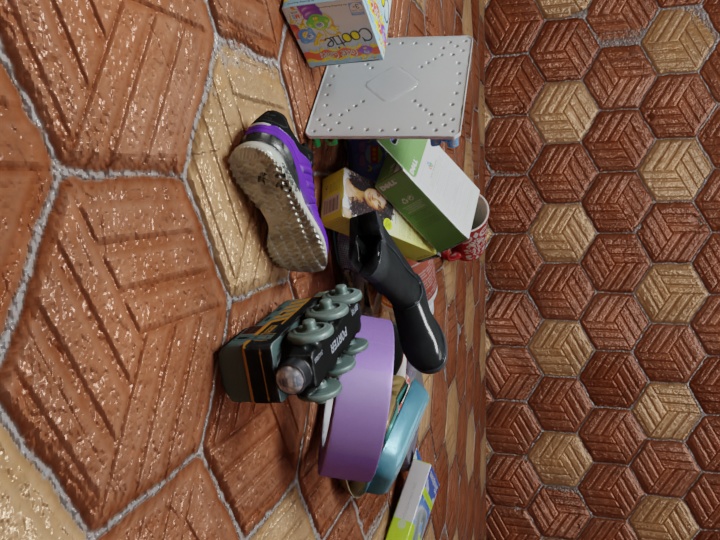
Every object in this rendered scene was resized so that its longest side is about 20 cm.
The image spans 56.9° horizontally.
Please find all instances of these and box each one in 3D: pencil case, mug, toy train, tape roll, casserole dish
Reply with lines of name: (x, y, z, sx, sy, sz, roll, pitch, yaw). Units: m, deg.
pencil case: (0.018, -0.138, 1.014, 0.078, 0.085, 0.203, -141, -137, -64)
mug: (0.281, -0.108, 1.886, 0.134, 0.176, 0.201, 58, -3, 27)
toy train: (-0.062, 0.073, 0.690, 0.200, 0.112, 0.087, -48, 132, -67)
tape roll: (-0.008, 0.158, 0.836, 0.200, 0.064, 0.204, -170, -90, -86)
casserole dish: (0.059, 0.262, 1.031, 0.201, 0.038, 0.122, -58, 169, -38)

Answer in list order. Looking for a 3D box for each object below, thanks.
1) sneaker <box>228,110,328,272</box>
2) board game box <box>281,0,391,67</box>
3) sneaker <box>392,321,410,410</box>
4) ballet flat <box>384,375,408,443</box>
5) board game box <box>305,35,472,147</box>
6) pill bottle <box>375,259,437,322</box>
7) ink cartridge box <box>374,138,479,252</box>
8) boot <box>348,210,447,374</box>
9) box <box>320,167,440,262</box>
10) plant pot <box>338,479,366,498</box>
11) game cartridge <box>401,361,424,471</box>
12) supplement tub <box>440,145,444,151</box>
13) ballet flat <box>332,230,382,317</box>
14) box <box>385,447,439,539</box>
sneaker: (-0.073, -0.086, 0.725, 0.202, 0.068, 0.101, 72, 22, -48)
board game box: (-0.020, -0.374, 0.832, 0.103, 0.103, 0.203, 56, 38, -61)
sneaker: (0.053, 0.179, 1.167, 0.108, 0.066, 0.205, -31, 123, -72)
ballet flat: (0.027, 0.201, 0.988, 0.200, 0.062, 0.070, -32, 146, -78)
board game box: (0.043, -0.239, 0.882, 0.026, 0.196, 0.202, 74, 23, -52)
pill bottle: (0.075, 0.003, 1.151, 0.113, 0.110, 0.202, -73, 156, -43)
ink cartridge box: (0.081, -0.133, 0.939, 0.200, 0.059, 0.105, 42, 47, -24)
boot: (0.051, 0.034, 0.890, 0.200, 0.065, 0.167, 55, 14, -57)
box: (0.034, -0.073, 0.946, 0.198, 0.050, 0.077, 18, 64, -41)
plant pot: (-0.007, 0.246, 1.032, 0.200, 0.027, 0.204, 0, 90, -73)
game cartridge: (0.100, 0.294, 1.383, 0.201, 0.038, 0.131, -70, 151, -48)
supplement tub: (0.079, -0.186, 1.143, 0.200, 0.120, 0.125, -34, 123, -71)
ballet flat: (0.000, 0.000, 0.974, 0.072, 0.071, 0.204, -30, 119, -71)
box: (0.108, 0.476, 1.331, 0.123, 0.047, 0.202, 69, 39, -51)
